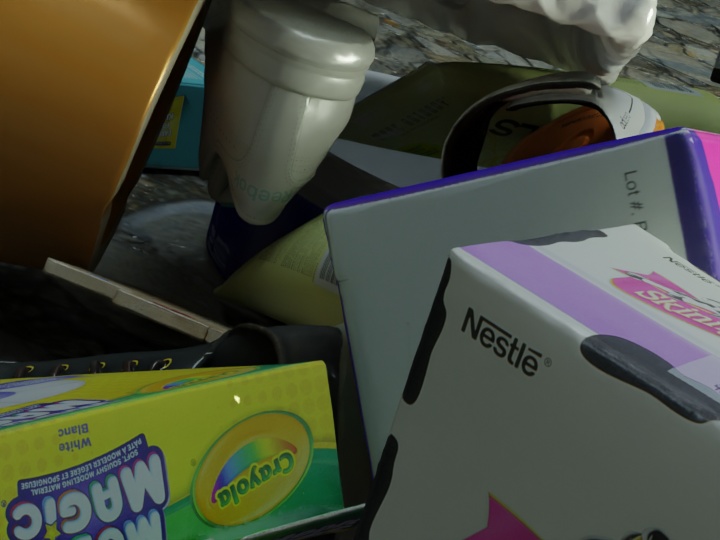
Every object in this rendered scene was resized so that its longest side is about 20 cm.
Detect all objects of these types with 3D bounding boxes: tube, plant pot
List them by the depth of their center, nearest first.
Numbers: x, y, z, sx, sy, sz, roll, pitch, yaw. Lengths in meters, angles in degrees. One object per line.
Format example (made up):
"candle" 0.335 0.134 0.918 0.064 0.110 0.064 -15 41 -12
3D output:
"tube" 0.000 0.000 0.828 0.058 0.052 0.200 12 3 -15
"plant pot" -0.159 -0.090 0.859 0.183 0.201 0.200 23 18 -4
"tube" 0.077 -0.062 0.997 0.199 0.058 0.052 5 27 -41

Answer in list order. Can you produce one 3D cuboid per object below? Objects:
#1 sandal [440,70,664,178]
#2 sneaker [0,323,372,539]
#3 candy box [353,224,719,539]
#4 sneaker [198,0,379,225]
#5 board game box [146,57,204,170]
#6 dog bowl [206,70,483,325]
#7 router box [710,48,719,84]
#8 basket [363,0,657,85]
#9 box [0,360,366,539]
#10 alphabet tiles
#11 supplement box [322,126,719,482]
"sandal" 0.066 -0.040 0.857 0.059 0.079 0.207 53 15 -12
"sneaker" -0.063 0.055 0.673 0.106 0.075 0.200 6 -12 -16
"candy box" 0.068 0.116 0.486 0.168 0.201 0.071 33 25 35
"sneaker" -0.038 -0.069 0.922 0.075 0.089 0.200 16 13 -4
"board game box" -0.182 -0.102 1.101 0.200 0.047 0.151 1 26 -44
"dog bowl" 0.035 -0.018 1.034 0.199 0.079 0.200 17 18 -6
"router box" 0.236 -0.071 0.905 0.157 0.052 0.200 17 5 -5
"basket" 0.032 -0.178 0.882 0.197 0.161 0.200 18 0 1
"box" -0.095 0.055 0.579 0.200 0.049 0.117 -3 5 45
"alphabet tiles" -0.023 0.034 0.834 0.167 0.008 0.200 23 -1 7
"supplement box" 0.080 0.023 0.646 0.103 0.102 0.200 -12 -5 24
